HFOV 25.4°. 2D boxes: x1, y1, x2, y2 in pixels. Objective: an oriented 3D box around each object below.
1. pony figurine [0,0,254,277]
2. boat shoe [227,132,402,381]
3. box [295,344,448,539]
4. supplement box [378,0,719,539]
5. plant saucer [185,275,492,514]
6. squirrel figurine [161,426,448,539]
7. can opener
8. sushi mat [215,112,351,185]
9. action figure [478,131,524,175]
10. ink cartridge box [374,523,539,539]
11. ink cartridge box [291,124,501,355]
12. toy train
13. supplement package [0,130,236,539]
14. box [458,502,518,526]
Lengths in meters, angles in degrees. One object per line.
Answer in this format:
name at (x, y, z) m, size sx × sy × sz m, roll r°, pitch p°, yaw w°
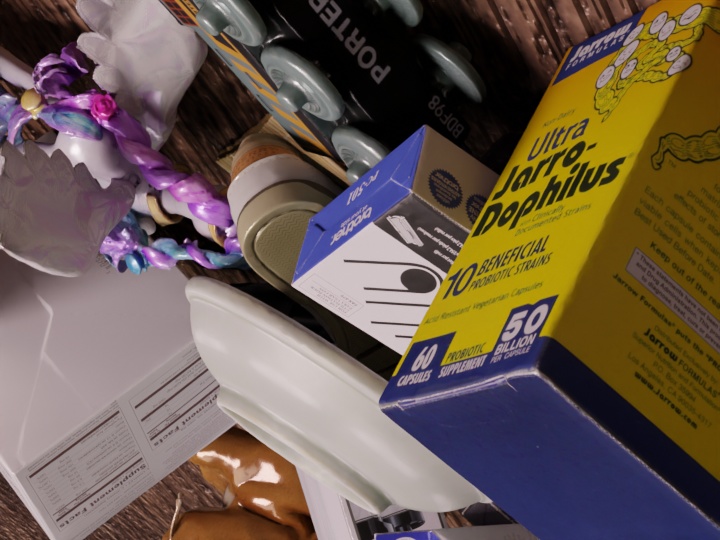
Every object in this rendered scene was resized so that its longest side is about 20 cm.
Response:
pony figurine at (-0.140, -0.069, 0.872) m, size 0.199 × 0.167 × 0.193 m, roll 21°, pitch 168°, yaw 39°
boat shoe at (0.000, 0.000, 0.831) m, size 0.074 × 0.069 × 0.200 m, roll -29°, pitch 137°, yaw 10°
box at (0.004, 0.137, 0.997) m, size 0.117 × 0.060 × 0.202 m, roll 145°, pitch 107°, yaw -74°
supplement box at (0.114, -0.002, 0.641) m, size 0.109 × 0.201 × 0.109 m, roll 39°, pitch 151°, yaw -18°
plant saucer at (-0.020, 0.079, 0.843) m, size 0.199 × 0.050 × 0.200 m, roll 34°, pitch 170°, yaw 7°
squirrel figurine at (-0.036, 0.169, 1.094) m, size 0.199 × 0.187 × 0.142 m, roll 28°, pitch 153°, yaw 6°
can opener at (-0.054, 0.003, 0.960) m, size 0.078 × 0.064 × 0.200 m, roll 14°, pitch 178°, yaw -29°
sushi mat at (0.008, -0.016, 0.931) m, size 0.200 × 0.012 × 0.096 m, roll 40°, pitch 152°, yaw -15°
action figure at (0.109, 0.009, 0.814) m, size 0.129 × 0.070 × 0.200 m, roll 11°, pitch 150°, yaw 25°
ink cartridge box at (0.107, 0.187, 0.900) m, size 0.198 × 0.037 × 0.095 m, roll -2°, pitch 118°, yaw -3°
ink cartridge box at (0.076, 0.022, 0.737) m, size 0.199 × 0.044 × 0.094 m, roll 32°, pitch 138°, yaw -21°
toy train at (-0.026, -0.111, 0.739) m, size 0.200 × 0.085 × 0.114 m, roll 45°, pitch 168°, yaw -31°
supplement package at (-0.190, 0.042, 1.007) m, size 0.200 × 0.155 × 0.111 m, roll 44°, pitch 161°, yaw 30°
box at (0.122, 0.167, 1.004) m, size 0.200 × 0.049 × 0.161 m, roll 42°, pitch -176°, yaw -17°
